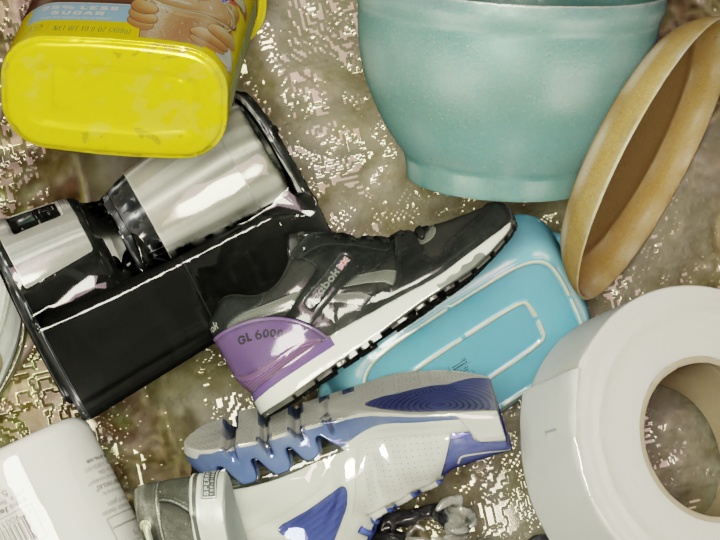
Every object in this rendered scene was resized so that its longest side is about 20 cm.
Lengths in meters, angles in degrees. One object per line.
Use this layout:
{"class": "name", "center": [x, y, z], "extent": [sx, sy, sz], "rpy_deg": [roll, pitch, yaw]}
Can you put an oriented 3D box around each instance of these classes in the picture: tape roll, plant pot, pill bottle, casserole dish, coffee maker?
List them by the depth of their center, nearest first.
{"class": "tape roll", "center": [0.203, 0.113, 1.556], "extent": [0.202, 0.071, 0.203], "rpy_deg": [7, 73, -24]}
{"class": "pill bottle", "center": [-0.181, 0.204, 1.557], "extent": [0.114, 0.114, 0.200], "rpy_deg": [-27, 85, -4]}
{"class": "plant pot", "center": [0.178, -0.075, 1.561], "extent": [0.027, 0.200, 0.200], "rpy_deg": [28, 83, 17]}
{"class": "coffee maker", "center": [-0.114, 0.012, 1.573], "extent": [0.200, 0.135, 0.192], "rpy_deg": [-29, 85, -5]}
{"class": "plant pot", "center": [0.092, -0.119, 1.578], "extent": [0.200, 0.200, 0.134], "rpy_deg": [4, 104, 0]}
{"class": "casserole dish", "center": [0.067, 0.049, 1.587], "extent": [0.200, 0.039, 0.121], "rpy_deg": [-32, 122, -5]}

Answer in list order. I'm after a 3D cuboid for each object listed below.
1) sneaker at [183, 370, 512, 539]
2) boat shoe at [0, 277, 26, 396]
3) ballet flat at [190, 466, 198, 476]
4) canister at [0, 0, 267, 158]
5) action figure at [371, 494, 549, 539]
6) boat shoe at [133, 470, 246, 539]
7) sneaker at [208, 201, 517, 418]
{"class": "sneaker", "center": [-0.001, 0.135, 1.530], "extent": [0.199, 0.081, 0.115], "rpy_deg": [-11, 108, 6]}
{"class": "boat shoe", "center": [-0.268, 0.067, 1.598], "extent": [0.075, 0.068, 0.200], "rpy_deg": [13, 81, 3]}
{"class": "ballet flat", "center": [-0.073, 0.207, 1.576], "extent": [0.068, 0.068, 0.200], "rpy_deg": [-26, 82, -28]}
{"class": "canister", "center": [-0.140, -0.150, 1.557], "extent": [0.148, 0.200, 0.087], "rpy_deg": [4, 120, 2]}
{"class": "action figure", "center": [0.061, 0.196, 1.569], "extent": [0.200, 0.102, 0.119], "rpy_deg": [-5, 94, -2]}
{"class": "boat shoe", "center": [-0.094, 0.216, 1.504], "extent": [0.064, 0.071, 0.200], "rpy_deg": [-8, 107, 7]}
{"class": "sneaker", "center": [0.000, 0.000, 1.507], "extent": [0.200, 0.076, 0.088], "rpy_deg": [-34, 85, -9]}
